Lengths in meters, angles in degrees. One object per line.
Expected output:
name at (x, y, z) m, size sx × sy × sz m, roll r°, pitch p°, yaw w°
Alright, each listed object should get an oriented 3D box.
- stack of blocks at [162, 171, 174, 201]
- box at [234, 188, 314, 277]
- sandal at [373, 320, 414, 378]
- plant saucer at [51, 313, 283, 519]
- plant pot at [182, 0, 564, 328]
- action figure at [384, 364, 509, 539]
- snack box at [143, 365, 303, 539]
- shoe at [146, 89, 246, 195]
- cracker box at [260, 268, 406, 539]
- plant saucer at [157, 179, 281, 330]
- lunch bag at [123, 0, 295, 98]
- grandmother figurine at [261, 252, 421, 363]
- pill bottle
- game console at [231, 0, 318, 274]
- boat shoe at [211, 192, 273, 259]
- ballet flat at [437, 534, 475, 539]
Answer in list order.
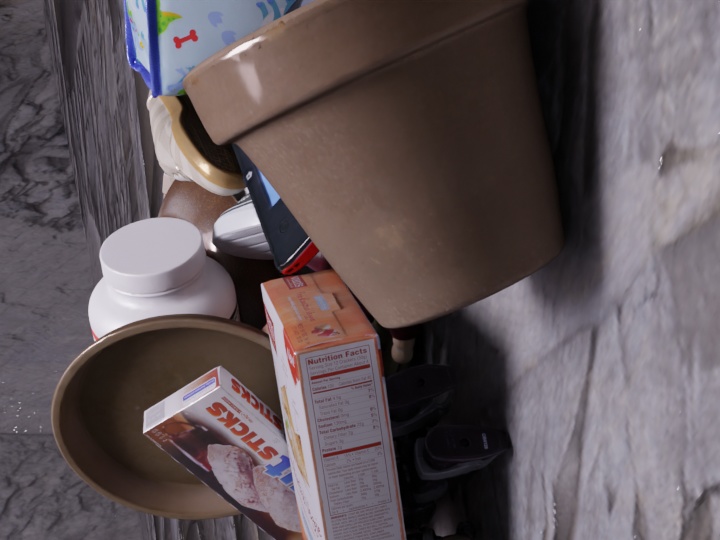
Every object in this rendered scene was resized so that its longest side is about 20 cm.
stack of blocks at (-0.109, -0.114, 1.377) m, size 0.201 × 0.114 × 0.059 m, roll 105°, pitch -174°, yaw -53°
box at (-0.062, -0.033, 1.298) m, size 0.201 × 0.097 × 0.125 m, roll 105°, pitch 153°, yaw -53°
sandal at (0.000, -0.001, 1.165) m, size 0.080 × 0.057 × 0.203 m, roll 172°, pitch 90°, yaw -75°
plant saucer at (-0.122, 0.103, 1.113) m, size 0.030 × 0.198 × 0.201 m, roll -94°, pitch 7°, yaw -50°
plant pot at (0.025, -0.068, 0.845) m, size 0.176 × 0.199 × 0.200 m, roll 66°, pitch 165°, yaw -5°
action figure at (0.043, 0.140, 1.072) m, size 0.200 × 0.069 × 0.131 m, roll 104°, pitch 147°, yaw -61°
snack box at (-0.065, 0.147, 1.116) m, size 0.200 × 0.072 × 0.024 m, roll 45°, pitch -157°, yaw -34°
shoe at (-0.124, -0.100, 1.200) m, size 0.200 × 0.069 × 0.054 m, roll -121°, pitch 44°, yaw -56°
cracker box at (-0.016, 0.115, 1.016) m, size 0.134 × 0.057 × 0.201 m, roll -125°, pitch 26°, yaw -69°
plant saucer at (-0.118, 0.017, 1.262) m, size 0.200 × 0.037 × 0.201 m, roll 42°, pitch 146°, yaw 38°
lunch bag at (-0.098, -0.248, 1.192) m, size 0.127 × 0.169 × 0.201 m, roll -130°, pitch 35°, yaw -59°
grandmother figurine at (-0.009, 0.023, 1.092) m, size 0.200 × 0.121 × 0.061 m, roll -50°, pitch 12°, yaw 44°
pill bottle at (-0.144, 0.065, 1.181) m, size 0.113 × 0.112 × 0.201 m, roll -120°, pitch 19°, yaw -54°
game console at (-0.024, -0.119, 1.068) m, size 0.177 × 0.031 × 0.201 m, roll -44°, pitch 42°, yaw 20°
boat shoe at (-0.027, -0.061, 1.119) m, size 0.199 × 0.072 × 0.071 m, roll -18°, pitch 62°, yaw 36°
ballet flat at (0.071, 0.278, 1.035) m, size 0.068 × 0.067 × 0.202 m, roll 125°, pitch 136°, yaw -80°
